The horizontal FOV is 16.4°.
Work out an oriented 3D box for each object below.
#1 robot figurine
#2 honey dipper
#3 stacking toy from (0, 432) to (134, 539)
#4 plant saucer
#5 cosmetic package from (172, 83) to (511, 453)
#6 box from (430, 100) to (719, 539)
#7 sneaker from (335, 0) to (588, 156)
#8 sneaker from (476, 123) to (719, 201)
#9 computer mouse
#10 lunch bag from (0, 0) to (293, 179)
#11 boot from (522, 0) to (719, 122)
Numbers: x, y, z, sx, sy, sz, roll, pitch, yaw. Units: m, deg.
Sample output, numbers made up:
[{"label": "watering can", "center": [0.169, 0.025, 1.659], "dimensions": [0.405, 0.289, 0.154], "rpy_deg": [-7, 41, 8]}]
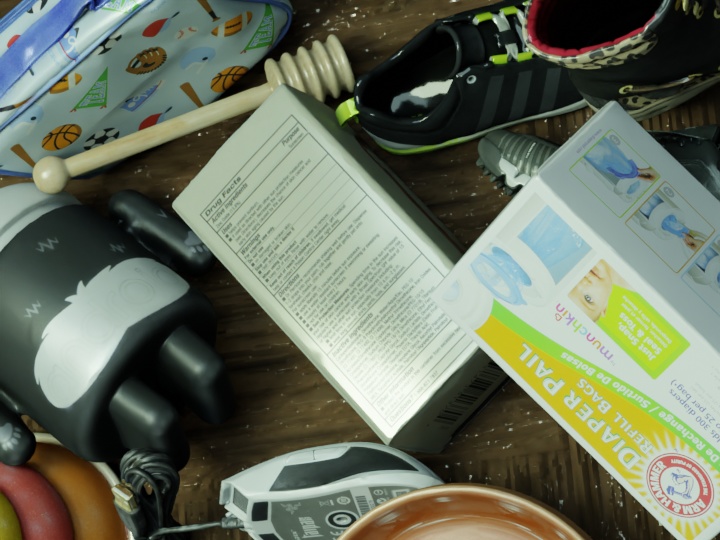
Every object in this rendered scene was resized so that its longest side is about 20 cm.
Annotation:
[{"label": "robot figurine", "center": [-0.166, 0.035, 1.483], "dimensions": [0.200, 0.150, 0.125], "rpy_deg": [36, 122, 22]}, {"label": "honey dipper", "center": [-0.101, -0.089, 1.485], "dimensions": [0.199, 0.038, 0.038], "rpy_deg": [-21, 73, -6]}, {"label": "stacking toy", "center": [-0.229, 0.158, 1.443], "dimensions": [0.145, 0.200, 0.147], "rpy_deg": [-4, 79, 20]}, {"label": "plant saucer", "center": [0.061, 0.218, 1.390], "dimensions": [0.199, 0.032, 0.202], "rpy_deg": [1, 93, 16]}, {"label": "cosmetic package", "center": [0.000, 0.000, 1.440], "dimensions": [0.103, 0.087, 0.200], "rpy_deg": [-46, 69, 10]}, {"label": "box", "center": [0.156, 0.030, 1.316], "dimensions": [0.200, 0.101, 0.113], "rpy_deg": [44, 131, 4]}, {"label": "sneaker", "center": [0.081, -0.119, 1.431], "dimensions": [0.199, 0.083, 0.072], "rpy_deg": [-27, 73, 15]}, {"label": "sneaker", "center": [0.163, -0.048, 1.399], "dimensions": [0.199, 0.066, 0.091], "rpy_deg": [26, 88, 20]}, {"label": "computer mouse", "center": [-0.042, 0.131, 1.443], "dimensions": [0.199, 0.110, 0.044], "rpy_deg": [-6, 50, 9]}, {"label": "lunch bag", "center": [-0.145, -0.134, 1.470], "dimensions": [0.200, 0.160, 0.076], "rpy_deg": [-39, 68, 26]}, {"label": "boot", "center": [0.184, -0.152, 1.318], "dimensions": [0.199, 0.150, 0.074], "rpy_deg": [-27, 73, 18]}]
